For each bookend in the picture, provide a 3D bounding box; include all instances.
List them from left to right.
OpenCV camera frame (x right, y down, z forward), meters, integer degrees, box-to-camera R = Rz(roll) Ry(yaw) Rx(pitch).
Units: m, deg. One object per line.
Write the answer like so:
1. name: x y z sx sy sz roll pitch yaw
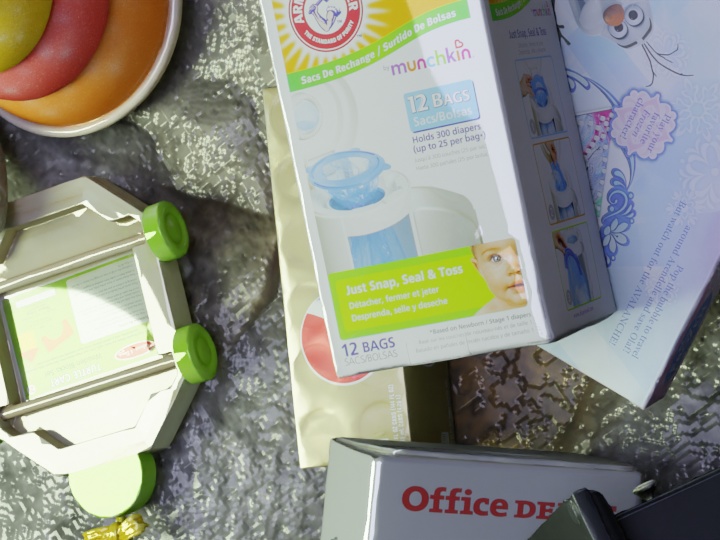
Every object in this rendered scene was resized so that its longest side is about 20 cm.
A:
1. bookend: 0.179 0.122 1.226 0.198 0.200 0.093 -23 78 -12

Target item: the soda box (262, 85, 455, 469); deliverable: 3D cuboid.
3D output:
1. soda box: 0.000 0.000 1.425 0.067 0.064 0.201 -7 87 24

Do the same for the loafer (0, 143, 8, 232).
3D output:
1. loafer: -0.256 -0.089 1.536 0.070 0.070 0.201 -38 59 23

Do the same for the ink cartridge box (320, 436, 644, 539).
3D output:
1. ink cartridge box: 0.053 0.187 1.350 0.143 0.084 0.201 5 93 -18

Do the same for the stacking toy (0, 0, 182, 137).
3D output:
1. stacking toy: -0.197 -0.149 1.442 0.145 0.200 0.147 -1 88 24

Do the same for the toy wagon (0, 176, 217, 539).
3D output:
1. toy wagon: -0.152 0.054 1.507 0.154 0.040 0.201 -17 83 24

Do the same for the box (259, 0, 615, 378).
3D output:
1. box: 0.035 -0.062 1.271 0.112 0.101 0.201 -10 92 23

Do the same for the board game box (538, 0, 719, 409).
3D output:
1. board game box: 0.102 -0.069 1.321 0.198 0.043 0.201 31 107 17
